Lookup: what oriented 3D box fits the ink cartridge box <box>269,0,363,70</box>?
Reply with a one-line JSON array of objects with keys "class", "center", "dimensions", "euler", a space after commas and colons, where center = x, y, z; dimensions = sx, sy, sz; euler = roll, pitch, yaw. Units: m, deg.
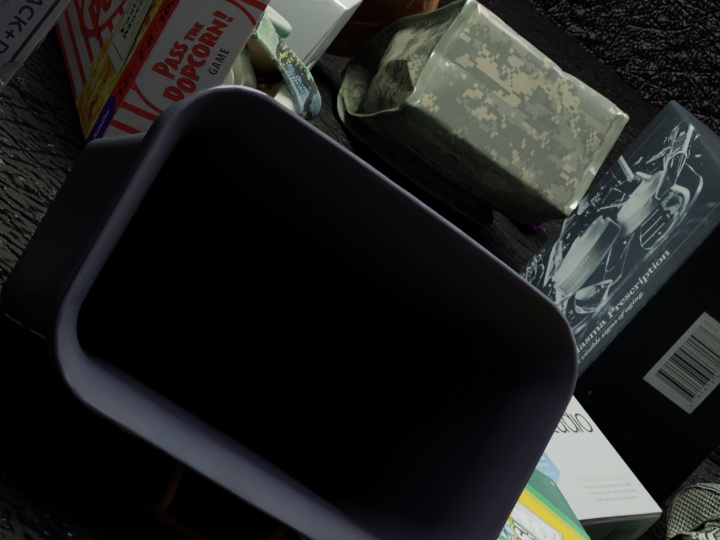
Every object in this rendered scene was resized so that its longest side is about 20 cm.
[{"class": "ink cartridge box", "center": [-0.100, -0.235, 1.434], "dimensions": [0.200, 0.084, 0.145], "euler": [41, 13, -4]}]

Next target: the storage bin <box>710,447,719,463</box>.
[{"class": "storage bin", "center": [0.297, 0.076, 1.542], "dimensions": [0.135, 0.094, 0.200], "euler": [31, 17, -36]}]

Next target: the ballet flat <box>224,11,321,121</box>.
[{"class": "ballet flat", "center": [-0.078, -0.125, 1.196], "dimensions": [0.074, 0.074, 0.200], "euler": [50, -2, 32]}]

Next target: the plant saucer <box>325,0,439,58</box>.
[{"class": "plant saucer", "center": [-0.025, -0.258, 1.515], "dimensions": [0.200, 0.200, 0.032], "euler": [39, 54, -8]}]

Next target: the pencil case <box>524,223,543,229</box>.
[{"class": "pencil case", "center": [0.107, -0.130, 1.668], "dimensions": [0.200, 0.085, 0.092], "euler": [44, -2, 10]}]

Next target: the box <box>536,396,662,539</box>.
[{"class": "box", "center": [0.064, 0.065, 1.020], "dimensions": [0.200, 0.036, 0.144], "euler": [52, 23, 24]}]

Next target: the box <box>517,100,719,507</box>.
[{"class": "box", "center": [0.186, 0.022, 1.191], "dimensions": [0.104, 0.200, 0.182], "euler": [36, 15, -17]}]

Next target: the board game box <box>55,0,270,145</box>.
[{"class": "board game box", "center": [-0.106, -0.156, 1.042], "dimensions": [0.046, 0.152, 0.200], "euler": [23, 20, -25]}]

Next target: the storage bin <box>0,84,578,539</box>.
[{"class": "storage bin", "center": [-0.043, 0.032, 0.735], "dimensions": [0.200, 0.146, 0.134], "euler": [34, -11, -26]}]

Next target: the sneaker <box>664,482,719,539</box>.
[{"class": "sneaker", "center": [0.194, 0.164, 1.041], "dimensions": [0.085, 0.078, 0.200], "euler": [38, 15, -9]}]

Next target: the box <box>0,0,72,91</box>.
[{"class": "box", "center": [-0.181, -0.139, 0.877], "dimensions": [0.060, 0.117, 0.200], "euler": [36, 16, -22]}]

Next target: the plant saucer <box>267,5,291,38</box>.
[{"class": "plant saucer", "center": [-0.139, -0.200, 1.264], "dimensions": [0.200, 0.050, 0.200], "euler": [34, 8, -5]}]

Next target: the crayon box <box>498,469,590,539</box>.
[{"class": "crayon box", "center": [0.060, 0.143, 0.787], "dimensions": [0.119, 0.058, 0.200], "euler": [32, 17, -33]}]

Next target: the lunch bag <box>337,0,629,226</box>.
[{"class": "lunch bag", "center": [0.080, -0.116, 1.478], "dimensions": [0.164, 0.118, 0.200], "euler": [35, -11, -18]}]
